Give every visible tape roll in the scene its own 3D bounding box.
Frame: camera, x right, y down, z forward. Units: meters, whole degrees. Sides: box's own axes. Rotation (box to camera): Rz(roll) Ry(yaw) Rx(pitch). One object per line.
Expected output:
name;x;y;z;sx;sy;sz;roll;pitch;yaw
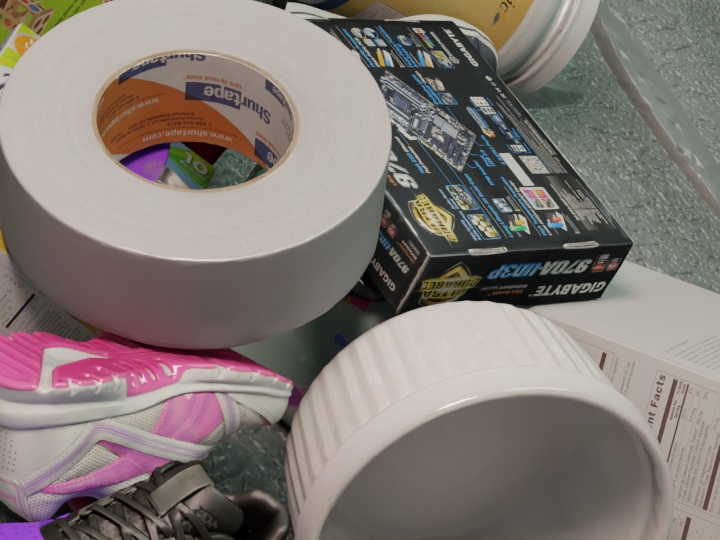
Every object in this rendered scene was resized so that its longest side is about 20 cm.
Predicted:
tape roll;-0.086;-0.054;1.430;0.200;0.066;0.201;4;45;-4

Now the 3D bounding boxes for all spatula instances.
spatula;-0.075;-0.030;1.494;0.200;0.021;0.057;26;55;-7

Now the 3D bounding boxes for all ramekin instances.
ramekin;0.053;0.109;1.462;0.200;0.200;0.105;23;25;-31

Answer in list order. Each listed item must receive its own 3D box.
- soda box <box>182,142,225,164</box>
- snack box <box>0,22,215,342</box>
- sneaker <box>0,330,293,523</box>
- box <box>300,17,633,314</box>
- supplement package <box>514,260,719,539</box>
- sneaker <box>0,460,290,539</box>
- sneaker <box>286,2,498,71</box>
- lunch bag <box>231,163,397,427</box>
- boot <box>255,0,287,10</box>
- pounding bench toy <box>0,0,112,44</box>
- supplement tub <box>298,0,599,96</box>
soda box;-0.097;-0.154;1.734;0.063;0.070;0.200;32;31;-21
snack box;-0.168;-0.037;1.521;0.142;0.053;0.200;38;29;-11
sneaker;-0.117;0.077;1.399;0.081;0.088;0.200;26;20;40
box;0.037;-0.063;1.566;0.159;0.046;0.200;-4;46;-42
supplement package;0.183;0.103;1.590;0.200;0.151;0.152;21;19;27
sneaker;-0.111;0.128;1.321;0.200;0.100;0.070;3;45;-50
sneaker;0.016;-0.122;1.843;0.200;0.079;0.079;1;43;-36
lunch bag;0.000;0.000;1.614;0.170;0.122;0.200;42;34;2
boot;-0.078;-0.171;1.535;0.068;0.200;0.131;30;43;13
pounding bench toy;-0.154;-0.225;1.640;0.124;0.200;0.156;37;30;-9
supplement tub;0.055;-0.217;1.946;0.200;0.145;0.145;25;33;-28
